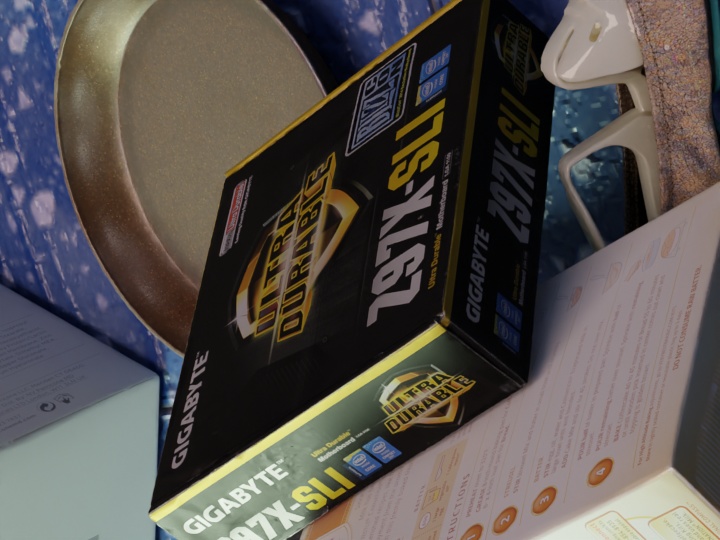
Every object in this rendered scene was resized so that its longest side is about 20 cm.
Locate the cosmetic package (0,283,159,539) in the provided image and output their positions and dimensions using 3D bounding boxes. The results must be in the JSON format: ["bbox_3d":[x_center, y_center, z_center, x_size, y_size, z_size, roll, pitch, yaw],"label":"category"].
[{"bbox_3d":[-0.212,0.118,1.432,0.200,0.123,0.200,27,126,35],"label":"cosmetic package"}]

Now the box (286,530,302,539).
[{"bbox_3d":[0.031,0.139,1.166,0.200,0.050,0.158,-32,59,38],"label":"box"}]

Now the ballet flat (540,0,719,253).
[{"bbox_3d":[0.104,-0.060,1.042,0.068,0.067,0.200,-123,21,-76],"label":"ballet flat"}]

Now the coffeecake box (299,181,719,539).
[{"bbox_3d":[0.070,0.076,1.002,0.200,0.154,0.073,-31,116,36],"label":"coffeecake box"}]

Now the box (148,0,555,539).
[{"bbox_3d":[0.000,0.000,1.082,0.160,0.200,0.049,-33,120,33],"label":"box"}]

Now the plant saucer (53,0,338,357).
[{"bbox_3d":[-0.063,-0.049,1.266,0.200,0.032,0.201,22,122,40],"label":"plant saucer"}]
